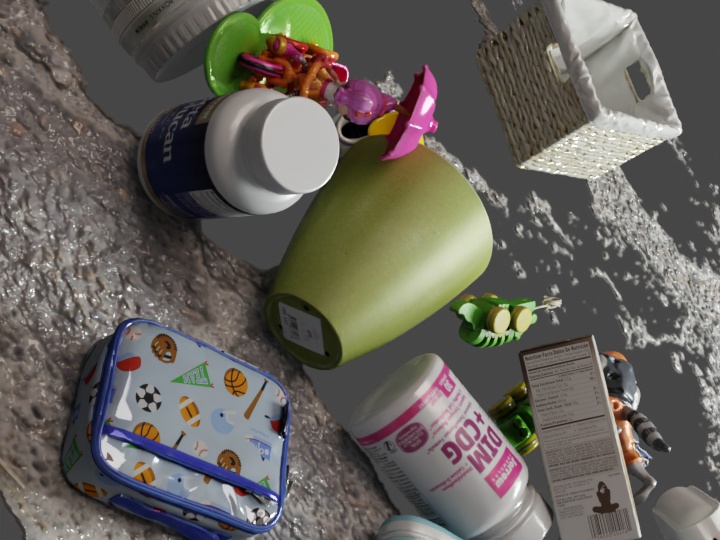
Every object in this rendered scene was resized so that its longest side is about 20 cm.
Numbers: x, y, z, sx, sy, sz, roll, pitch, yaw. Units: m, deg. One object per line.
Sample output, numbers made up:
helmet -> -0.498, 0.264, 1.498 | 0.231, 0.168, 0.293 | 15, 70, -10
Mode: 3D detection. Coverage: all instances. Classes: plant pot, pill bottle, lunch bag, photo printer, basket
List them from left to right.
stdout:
lunch bag -> -0.144, 0.142, 1.083 | 0.199, 0.075, 0.161 | 28, 49, -30
pill bottle -> -0.109, -0.105, 1.166 | 0.110, 0.199, 0.112 | 1, 89, -37
plant pot -> 0.000, 0.000, 1.269 | 0.187, 0.187, 0.200 | 50, 54, -9
pill bottle -> 0.091, 0.190, 1.262 | 0.200, 0.113, 0.113 | 50, 39, -9
basket -> 0.286, -0.240, 1.722 | 0.199, 0.161, 0.199 | 3, 62, -46
photo printer -> 0.404, 0.331, 1.451 | 0.167, 0.069, 0.200 | 59, 2, 4

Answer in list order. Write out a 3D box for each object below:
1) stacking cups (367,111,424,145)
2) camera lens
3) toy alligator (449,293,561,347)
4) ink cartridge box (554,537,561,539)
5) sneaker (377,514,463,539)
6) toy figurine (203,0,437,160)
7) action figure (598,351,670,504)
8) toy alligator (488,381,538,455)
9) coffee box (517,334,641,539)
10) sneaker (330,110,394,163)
stacking cups -> 0.055, -0.072, 1.376 | 0.061, 0.060, 0.201 | -71, 155, -45
camera lens -> -0.197, -0.307, 1.261 | 0.201, 0.160, 0.160 | 56, 39, -1
toy alligator -> 0.166, 0.059, 1.482 | 0.199, 0.059, 0.055 | 0, 107, -48
ink cartridge box -> 0.185, 0.369, 1.294 | 0.094, 0.044, 0.200 | 52, 39, -8
sneaker -> 0.094, 0.322, 1.192 | 0.199, 0.080, 0.131 | 24, 47, -7
toy figurine -> -0.018, -0.172, 1.222 | 0.200, 0.183, 0.151 | 5, 105, -58
action figure -> 0.307, 0.172, 1.501 | 0.200, 0.104, 0.194 | 39, 28, -28
toy alligator -> 0.170, 0.167, 1.395 | 0.059, 0.054, 0.200 | 55, 39, 0
coffee box -> 0.221, 0.176, 1.307 | 0.114, 0.079, 0.201 | 46, 31, -75
sneaker -> 0.014, -0.153, 1.416 | 0.073, 0.114, 0.200 | 54, 38, 0
